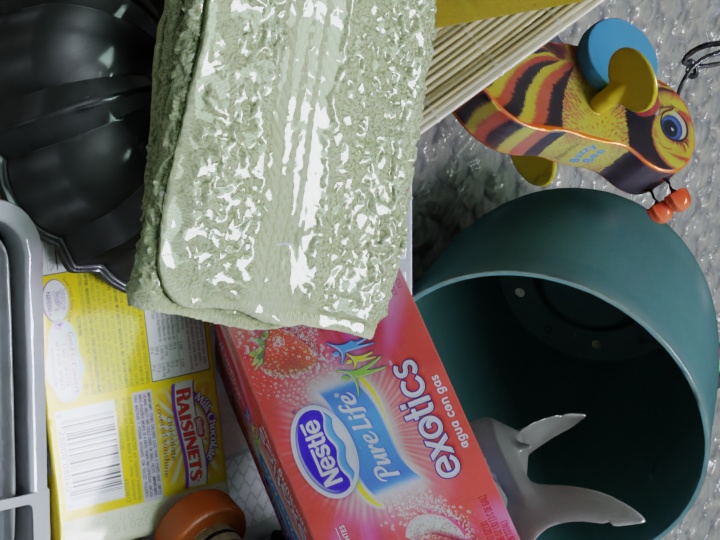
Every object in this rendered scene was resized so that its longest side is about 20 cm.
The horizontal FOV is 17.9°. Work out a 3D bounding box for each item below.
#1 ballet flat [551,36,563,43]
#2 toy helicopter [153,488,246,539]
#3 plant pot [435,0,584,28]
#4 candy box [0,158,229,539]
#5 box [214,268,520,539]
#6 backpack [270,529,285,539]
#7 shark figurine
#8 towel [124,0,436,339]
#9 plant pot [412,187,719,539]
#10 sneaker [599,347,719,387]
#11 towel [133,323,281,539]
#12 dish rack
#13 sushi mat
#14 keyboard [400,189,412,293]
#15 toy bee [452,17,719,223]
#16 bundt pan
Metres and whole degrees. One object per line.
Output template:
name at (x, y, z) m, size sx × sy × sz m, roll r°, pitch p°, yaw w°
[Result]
ballet flat at (0.042, -0.120, 1.316) m, size 0.200 × 0.072 × 0.072 m, roll -20°, pitch 114°, yaw -46°
toy helicopter at (-0.113, 0.209, 1.134) m, size 0.200 × 0.079 × 0.132 m, roll -30°, pitch 141°, yaw -21°
plant pot at (0.048, -0.232, 1.142) m, size 0.200 × 0.200 × 0.177 m, roll 49°, pitch 44°, yaw -44°
candy box at (-0.121, 0.033, 1.135) m, size 0.102 × 0.026 × 0.201 m, roll -11°, pitch 97°, yaw -40°
box at (0.004, 0.099, 1.139) m, size 0.094 × 0.200 × 0.103 m, roll -20°, pitch 161°, yaw -11°
backpack at (0.023, 0.236, 1.285) m, size 0.200 × 0.126 × 0.167 m, roll 45°, pitch 40°, yaw -67°
shark figurine at (0.088, 0.102, 1.230) m, size 0.089 × 0.214 × 0.128 m, roll -21°, pitch 83°, yaw -9°
towel at (-0.031, -0.071, 1.058) m, size 0.148 × 0.036 × 0.201 m, roll 5°, pitch 95°, yaw -36°
plant pot at (0.119, 0.045, 1.342) m, size 0.161 × 0.200 × 0.201 m, roll -59°, pitch 142°, yaw -54°
sneaker at (0.179, 0.093, 1.525) m, size 0.200 × 0.077 × 0.084 m, roll -27°, pitch 136°, yaw -40°
towel at (-0.068, 0.062, 1.245) m, size 0.200 × 0.032 × 0.192 m, roll -14°, pitch 109°, yaw -48°
dish rack at (-0.223, 0.070, 1.048) m, size 0.171 × 0.043 × 0.201 m, roll -11°, pitch 107°, yaw -43°
sushi mat at (0.048, -0.136, 1.220) m, size 0.200 × 0.096 × 0.012 m, roll -36°, pitch 156°, yaw -7°
keyboard at (0.000, 0.000, 1.250) m, size 0.011 × 0.056 × 0.201 m, roll -92°, pitch -178°, yaw -75°
toy bee at (0.143, -0.083, 1.262) m, size 0.131 × 0.199 × 0.109 m, roll 105°, pitch -25°, yaw -70°
bundt pan at (-0.084, -0.090, 1.104) m, size 0.202 × 0.076 × 0.202 m, roll 6°, pitch 80°, yaw -35°
